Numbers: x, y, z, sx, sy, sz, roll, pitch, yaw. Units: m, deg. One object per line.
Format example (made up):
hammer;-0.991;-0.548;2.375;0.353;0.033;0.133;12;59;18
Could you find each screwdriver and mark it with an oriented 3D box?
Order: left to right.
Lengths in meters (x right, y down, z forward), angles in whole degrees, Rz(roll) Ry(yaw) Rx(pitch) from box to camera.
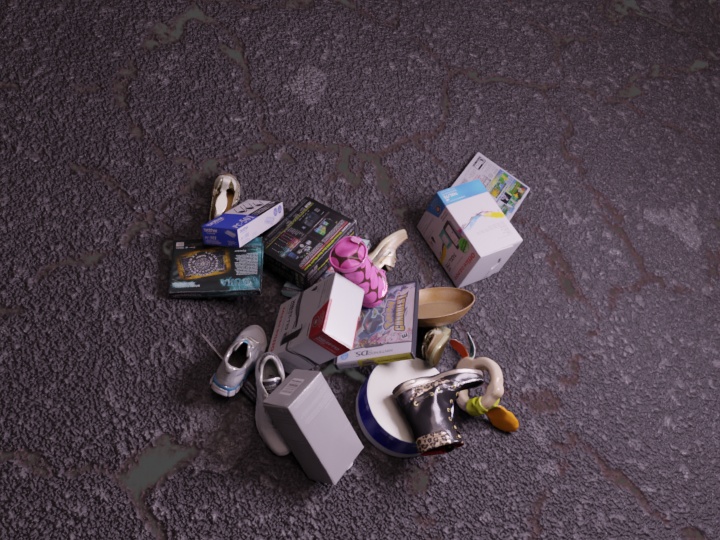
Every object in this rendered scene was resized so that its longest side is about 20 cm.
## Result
screwdriver;-0.268;0.203;1.544;0.200;0.029;0.028;43;54;18

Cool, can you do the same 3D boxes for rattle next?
rattle;0.283;0.246;1.691;0.141;0.131;0.201;16;26;-23

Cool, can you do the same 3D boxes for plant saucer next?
plant saucer;0.164;0.087;1.711;0.198;0.199;0.036;-18;109;-29

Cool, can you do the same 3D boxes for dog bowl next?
dog bowl;0.094;0.285;1.585;0.198;0.079;0.202;10;55;-14

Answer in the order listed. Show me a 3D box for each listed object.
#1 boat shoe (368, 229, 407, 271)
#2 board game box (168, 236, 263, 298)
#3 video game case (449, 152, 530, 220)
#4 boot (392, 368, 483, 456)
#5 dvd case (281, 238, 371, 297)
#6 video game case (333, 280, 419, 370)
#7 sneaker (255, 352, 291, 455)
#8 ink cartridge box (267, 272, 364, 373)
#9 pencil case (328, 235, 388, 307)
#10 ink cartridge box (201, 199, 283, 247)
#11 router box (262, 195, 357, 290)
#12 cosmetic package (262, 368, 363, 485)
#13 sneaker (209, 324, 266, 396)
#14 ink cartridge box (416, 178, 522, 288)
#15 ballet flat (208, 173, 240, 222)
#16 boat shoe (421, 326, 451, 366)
boat shoe;0.050;-0.023;1.783;0.065;0.072;0.200;46;60;6
board game box;-0.310;-0.006;1.622;0.197;0.028;0.137;-2;60;0
video game case;0.352;-0.217;2.054;0.181;0.022;0.200;36;52;5
boot;0.176;0.285;1.520;0.197;0.073;0.152;-7;59;-20
dvd case;-0.076;-0.007;1.717;0.144;0.022;0.201;12;52;19
video game case;0.037;0.117;1.633;0.179;0.026;0.202;-11;46;20
sneaker;-0.171;0.263;1.472;0.075;0.080;0.203;-11;82;-15
ink cartridge box;-0.095;0.114;1.543;0.083;0.199;0.146;33;49;-26
pencil case;0.000;0.000;1.589;0.090;0.200;0.094;33;79;25
ink cartridge box;-0.258;-0.107;1.669;0.093;0.045;0.200;6;24;21
router box;-0.122;-0.065;1.712;0.149;0.063;0.200;28;57;24
cosmetic package;-0.088;0.301;1.442;0.107;0.090;0.202;-43;119;-38
sneaker;-0.232;0.164;1.518;0.074;0.087;0.201;26;34;-2
ink cartridge box;0.268;-0.091;1.860;0.145;0.147;0.201;-19;65;-30
ballet flat;-0.315;-0.166;1.734;0.067;0.076;0.202;7;55;-5
boat shoe;0.158;0.157;1.653;0.063;0.074;0.201;25;14;7
